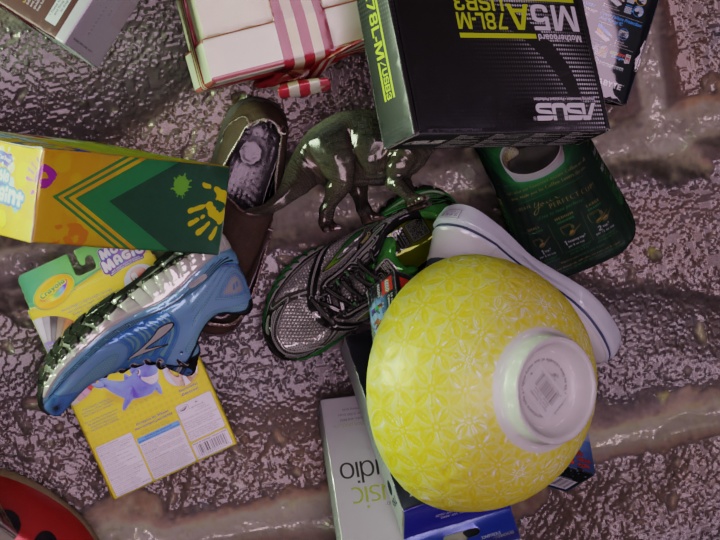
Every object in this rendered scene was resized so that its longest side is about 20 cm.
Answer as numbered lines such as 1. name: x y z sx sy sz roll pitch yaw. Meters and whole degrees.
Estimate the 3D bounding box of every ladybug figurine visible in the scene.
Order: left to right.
1. ladybug figurine: -0.293 0.239 1.643 0.199 0.072 0.136 32 90 -10

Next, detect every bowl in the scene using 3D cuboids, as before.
1. bowl: 0.114 0.088 1.515 0.199 0.107 0.202 -1 91 -36

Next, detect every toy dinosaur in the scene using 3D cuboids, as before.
1. toy dinosaur: 0.002 -0.090 1.610 0.198 0.077 0.103 -16 86 16

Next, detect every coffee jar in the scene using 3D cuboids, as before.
1. coffee jar: 0.145 -0.097 1.648 0.104 0.085 0.201 -22 113 11

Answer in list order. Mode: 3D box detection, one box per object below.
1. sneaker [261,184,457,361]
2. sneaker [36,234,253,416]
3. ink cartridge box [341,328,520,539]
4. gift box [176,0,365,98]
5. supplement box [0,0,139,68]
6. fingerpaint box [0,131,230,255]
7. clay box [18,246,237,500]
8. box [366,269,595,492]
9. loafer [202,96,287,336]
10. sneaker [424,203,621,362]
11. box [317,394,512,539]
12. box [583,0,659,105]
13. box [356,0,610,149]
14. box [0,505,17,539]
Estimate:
1. sneaker: 0.000 0.000 1.660 0.200 0.085 0.078 -41 99 -3
2. sneaker: -0.170 0.058 1.596 0.199 0.078 0.090 -36 103 -3
3. ink cartridge box: 0.060 0.137 1.654 0.099 0.039 0.201 -15 71 -12
4. gift box: -0.051 -0.232 1.583 0.198 0.185 0.188 -14 95 -3
5. supplement box: -0.259 -0.255 1.562 0.199 0.061 0.109 33 90 24
6. fingerpaint box: -0.225 -0.061 1.535 0.166 0.199 0.074 4 96 -39
7. clay box: -0.193 0.073 1.656 0.114 0.048 0.201 -23 97 -6
8. box: 0.098 0.091 1.629 0.199 0.038 0.138 19 51 -35
9. loafer: -0.106 -0.044 1.646 0.072 0.071 0.202 11 93 -9
10. sneaker: 0.127 0.029 1.631 0.199 0.073 0.071 35 66 -21
11. box: 0.048 0.197 1.666 0.143 0.036 0.202 -7 70 -8
12. box: 0.152 -0.242 1.680 0.198 0.046 0.160 16 93 -9
13. box: 0.087 -0.190 1.516 0.199 0.047 0.195 -3 76 -37
14. box: -0.378 0.152 1.564 0.127 0.109 0.201 -33 70 -3
